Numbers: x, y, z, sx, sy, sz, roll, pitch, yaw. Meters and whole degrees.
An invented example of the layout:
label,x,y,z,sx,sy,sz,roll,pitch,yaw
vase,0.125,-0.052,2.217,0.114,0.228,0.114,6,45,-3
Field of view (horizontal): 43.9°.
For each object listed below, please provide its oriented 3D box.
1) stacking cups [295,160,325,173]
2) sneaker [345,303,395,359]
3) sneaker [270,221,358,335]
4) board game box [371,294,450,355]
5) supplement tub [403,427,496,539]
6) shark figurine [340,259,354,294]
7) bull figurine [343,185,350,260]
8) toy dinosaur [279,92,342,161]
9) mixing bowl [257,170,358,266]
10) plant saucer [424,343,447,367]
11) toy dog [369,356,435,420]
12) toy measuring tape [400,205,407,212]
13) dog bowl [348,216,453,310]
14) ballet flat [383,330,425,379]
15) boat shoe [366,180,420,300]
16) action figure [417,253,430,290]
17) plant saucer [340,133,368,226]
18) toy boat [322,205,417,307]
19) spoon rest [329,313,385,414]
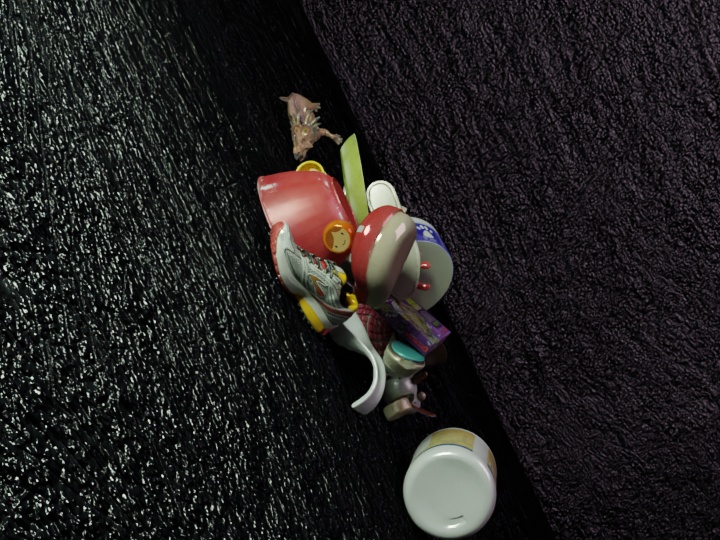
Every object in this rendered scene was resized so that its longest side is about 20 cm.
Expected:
label,x,y,z,sx,sy,sz,roll,pitch,yaw
stacking cups,-0.078,-0.157,1.770,0.200,0.060,0.061,49,18,-74
sneaker,0.026,0.115,1.536,0.199,0.074,0.081,28,67,-43
sneaker,-0.068,0.002,1.285,0.201,0.082,0.078,57,11,-38
board game box,0.086,0.083,1.490,0.120,0.032,0.200,38,9,10
supplement tub,0.148,0.337,1.447,0.146,0.144,0.200,65,9,3
shark figurine,-0.013,-0.011,1.602,0.215,0.089,0.128,50,-11,7
bull figurine,-0.026,-0.087,1.763,0.122,0.065,0.201,-58,146,-28
toy dinosaur,-0.121,-0.317,1.863,0.201,0.085,0.135,63,14,24
mixing bowl,-0.070,-0.081,1.421,0.200,0.108,0.202,-24,90,-82
plant saucer,0.072,0.121,1.681,0.200,0.037,0.201,33,-22,16
toy dog,0.089,0.210,1.598,0.133,0.096,0.200,65,9,-1
toy measuring tape,0.061,-0.096,1.638,0.074,0.073,0.200,62,27,-18
dog bowl,0.080,-0.002,1.761,0.201,0.199,0.079,57,4,-43
ballet flat,0.066,0.143,1.416,0.067,0.063,0.200,27,9,3
boat shoe,0.054,-0.049,1.496,0.063,0.072,0.202,85,-9,-84
action figure,0.077,-0.001,1.609,0.199,0.051,0.066,12,84,-61
plant saucer,-0.010,-0.133,1.539,0.200,0.031,0.202,172,-90,-89
toy boat,0.004,-0.032,1.319,0.130,0.131,0.200,25,-13,3
spoon rest,-0.005,0.121,1.388,0.099,0.060,0.201,37,29,-51
